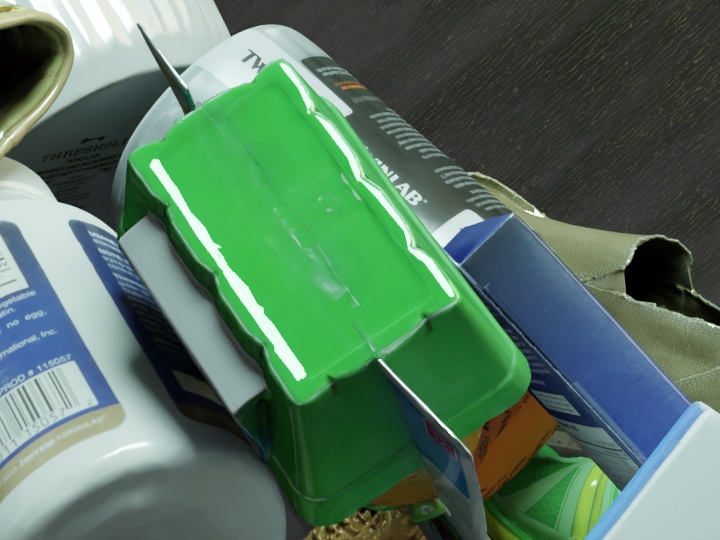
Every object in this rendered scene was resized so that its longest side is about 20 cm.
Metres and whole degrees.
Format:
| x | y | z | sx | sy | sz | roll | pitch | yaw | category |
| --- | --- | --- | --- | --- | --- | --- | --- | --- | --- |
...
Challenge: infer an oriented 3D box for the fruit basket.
| x | y | z | sx | sy | sz | roll | pitch | yaw | category |
| --- | --- | --- | --- | --- | --- | --- | --- | --- | --- |
| -0.014 | 0.032 | 0.762 | 0.186 | 0.093 | 0.200 | 54 | -14 | 24 | fruit basket |

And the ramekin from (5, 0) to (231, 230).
| x | y | z | sx | sy | sz | roll | pitch | yaw | category |
| --- | --- | --- | --- | --- | --- | --- | --- | --- | --- |
| -0.146 | -0.077 | 0.997 | 0.105 | 0.200 | 0.200 | 54 | 4 | 18 | ramekin |

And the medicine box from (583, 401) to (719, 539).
| x | y | z | sx | sy | sz | roll | pitch | yaw | category |
| --- | --- | --- | --- | --- | --- | --- | --- | --- | --- |
| 0.075 | 0.166 | 0.717 | 0.103 | 0.182 | 0.200 | 38 | -20 | 9 | medicine box |

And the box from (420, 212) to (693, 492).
| x | y | z | sx | sy | sz | roll | pitch | yaw | category |
| --- | --- | --- | --- | --- | --- | --- | --- | --- | --- |
| 0.081 | 0.039 | 0.818 | 0.200 | 0.032 | 0.121 | 46 | -5 | -3 | box |

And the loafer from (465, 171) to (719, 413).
| x | y | z | sx | sy | sz | roll | pitch | yaw | category |
| --- | --- | --- | --- | --- | --- | --- | --- | --- | --- |
| 0.110 | 0.008 | 0.999 | 0.200 | 0.068 | 0.076 | 39 | 23 | 30 | loafer |

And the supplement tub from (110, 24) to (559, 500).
| x | y | z | sx | sy | sz | roll | pitch | yaw | category |
| --- | --- | --- | --- | --- | --- | --- | --- | --- | --- |
| 0.000 | 0.000 | 0.952 | 0.200 | 0.123 | 0.123 | 40 | 0 | 19 | supplement tub |

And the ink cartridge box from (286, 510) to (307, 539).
| x | y | z | sx | sy | sz | roll | pitch | yaw | category |
| --- | --- | --- | --- | --- | --- | --- | --- | --- | --- |
| 0.024 | 0.188 | 1.249 | 0.200 | 0.084 | 0.145 | 49 | 3 | -18 | ink cartridge box |

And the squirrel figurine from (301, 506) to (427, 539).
| x | y | z | sx | sy | sz | roll | pitch | yaw | category |
| --- | --- | --- | --- | --- | --- | --- | --- | --- | --- |
| 0.025 | 0.193 | 0.932 | 0.201 | 0.141 | 0.186 | 52 | 15 | 11 | squirrel figurine |

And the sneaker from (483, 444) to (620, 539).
| x | y | z | sx | sy | sz | roll | pitch | yaw | category |
| --- | --- | --- | --- | --- | --- | --- | --- | --- | --- |
| 0.113 | 0.112 | 0.976 | 0.200 | 0.084 | 0.074 | 39 | -1 | 35 | sneaker |

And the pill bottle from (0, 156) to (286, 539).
| x | y | z | sx | sy | sz | roll | pitch | yaw | category |
| --- | --- | --- | --- | --- | --- | --- | --- | --- | --- |
| -0.112 | 0.046 | 0.790 | 0.111 | 0.111 | 0.200 | 46 | 5 | -44 | pill bottle |

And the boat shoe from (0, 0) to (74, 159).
| x | y | z | sx | sy | sz | roll | pitch | yaw | category |
| --- | --- | --- | --- | --- | --- | --- | --- | --- | --- |
| -0.163 | -0.046 | 0.765 | 0.200 | 0.066 | 0.075 | -57 | 143 | -51 | boat shoe |

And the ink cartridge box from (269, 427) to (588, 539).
| x | y | z | sx | sy | sz | roll | pitch | yaw | category |
| --- | --- | --- | --- | --- | --- | --- | --- | --- | --- |
| 0.055 | 0.056 | 1.136 | 0.199 | 0.146 | 0.145 | 12 | 20 | -38 | ink cartridge box |
